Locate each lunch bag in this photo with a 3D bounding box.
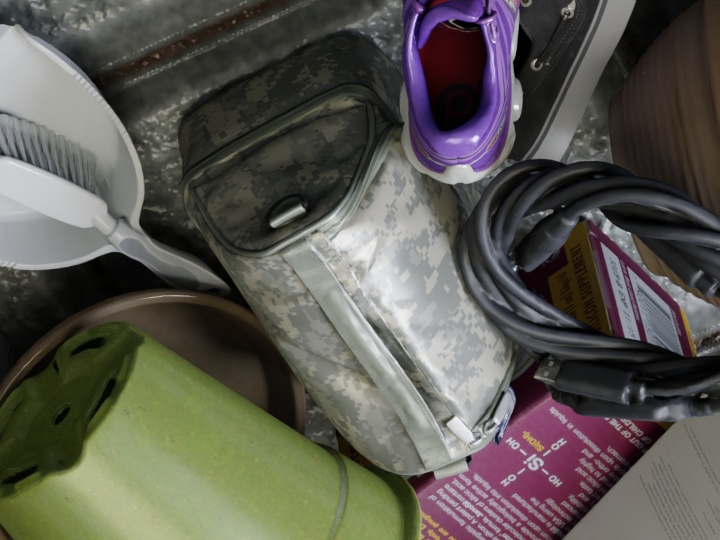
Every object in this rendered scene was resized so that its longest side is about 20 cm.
[{"bbox_3d":[0.000,0.000,1.632,0.139,0.168,0.200,-25,124,13],"label":"lunch bag"}]

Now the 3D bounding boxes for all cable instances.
[{"bbox_3d":[0.148,0.009,1.546,0.200,0.051,0.163,3,128,39],"label":"cable"}]

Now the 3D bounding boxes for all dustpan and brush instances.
[{"bbox_3d":[-0.153,-0.037,1.656,0.200,0.057,0.140,26,120,-36],"label":"dustpan and brush"}]

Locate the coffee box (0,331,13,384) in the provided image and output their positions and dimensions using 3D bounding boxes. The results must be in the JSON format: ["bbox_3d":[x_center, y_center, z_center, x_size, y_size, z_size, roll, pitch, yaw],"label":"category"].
[{"bbox_3d":[-0.294,0.022,1.675,0.114,0.080,0.200,-26,124,14],"label":"coffee box"}]

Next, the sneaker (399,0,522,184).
[{"bbox_3d":[0.054,-0.147,1.536,0.081,0.200,0.083,-4,170,2],"label":"sneaker"}]

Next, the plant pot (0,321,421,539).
[{"bbox_3d":[-0.103,0.130,1.623,0.200,0.200,0.190,-36,116,19],"label":"plant pot"}]

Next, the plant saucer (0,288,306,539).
[{"bbox_3d":[-0.127,0.095,1.705,0.200,0.029,0.200,-12,121,-20],"label":"plant saucer"}]

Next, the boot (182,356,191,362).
[{"bbox_3d":[-0.186,0.097,1.748,0.200,0.072,0.144,-13,126,-6],"label":"boot"}]

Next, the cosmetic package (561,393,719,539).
[{"bbox_3d":[0.184,0.165,1.671,0.108,0.085,0.200,13,131,-40],"label":"cosmetic package"}]

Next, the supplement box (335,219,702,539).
[{"bbox_3d":[0.093,0.088,1.728,0.200,0.131,0.103,-38,121,19],"label":"supplement box"}]

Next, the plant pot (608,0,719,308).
[{"bbox_3d":[0.190,-0.055,1.597,0.093,0.201,0.201,-13,126,16],"label":"plant pot"}]

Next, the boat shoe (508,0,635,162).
[{"bbox_3d":[0.101,-0.141,1.607,0.066,0.070,0.200,10,132,-14],"label":"boat shoe"}]
